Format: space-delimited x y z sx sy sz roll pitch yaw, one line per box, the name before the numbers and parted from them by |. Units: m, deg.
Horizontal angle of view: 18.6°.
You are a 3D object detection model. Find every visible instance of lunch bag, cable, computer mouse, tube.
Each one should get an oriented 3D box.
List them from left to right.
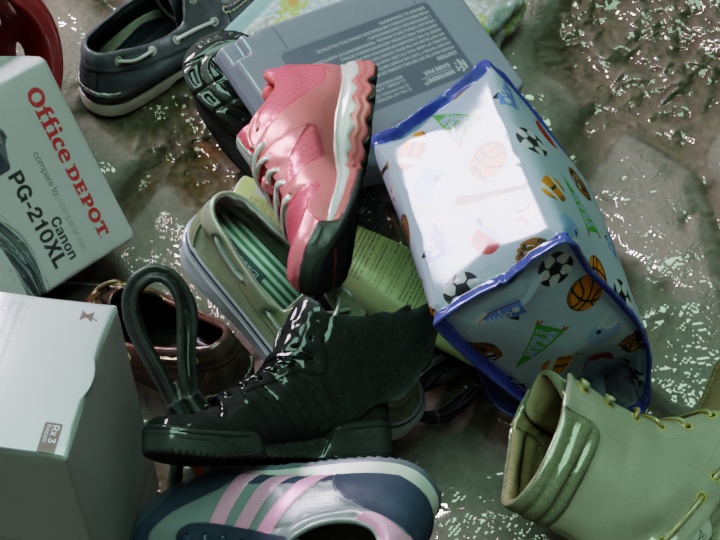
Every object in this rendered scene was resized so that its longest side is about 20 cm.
cable | -0.102 0.096 1.381 0.097 0.050 0.200 -33 85 6
computer mouse | -0.001 0.099 1.448 0.199 0.034 0.059 -20 64 -19
tube | 0.000 0.000 1.481 0.199 0.052 0.058 23 89 4
lunch bag | 0.108 -0.003 1.419 0.124 0.200 0.171 -31 50 17

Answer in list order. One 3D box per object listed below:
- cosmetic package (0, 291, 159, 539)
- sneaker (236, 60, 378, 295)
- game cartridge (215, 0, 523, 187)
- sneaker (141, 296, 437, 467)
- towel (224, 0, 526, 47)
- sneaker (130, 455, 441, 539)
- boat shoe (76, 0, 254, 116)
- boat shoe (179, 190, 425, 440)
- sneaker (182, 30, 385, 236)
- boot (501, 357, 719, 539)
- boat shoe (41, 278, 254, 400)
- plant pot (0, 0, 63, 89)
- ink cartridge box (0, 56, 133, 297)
cosmetic package | -0.183 0.117 1.337 0.081 0.200 0.113 6 51 11
sneaker | -0.040 -0.060 1.416 0.086 0.074 0.201 7 45 1
game cartridge | 0.012 -0.129 1.539 0.199 0.041 0.134 -23 67 -33
sneaker | -0.042 0.066 1.343 0.199 0.060 0.105 3 79 -29
towel | 0.001 -0.170 1.653 0.171 0.048 0.200 29 59 22
sneaker | -0.054 0.160 1.295 0.199 0.070 0.082 -13 27 22
boat shoe | -0.135 -0.196 1.675 0.073 0.063 0.200 35 62 29
boat shoe | -0.037 0.031 1.418 0.200 0.062 0.072 40 61 5
sneaker | -0.050 -0.080 1.566 0.076 0.091 0.200 -33 78 -13
boot | 0.176 0.099 1.355 0.154 0.072 0.201 34 57 -14
boat shoe | -0.150 0.038 1.465 0.199 0.071 0.070 16 53 34
plant pot | -0.342 -0.159 1.580 0.200 0.201 0.182 -36 54 -21
ink cartridge box | -0.275 -0.037 1.486 0.200 0.145 0.084 -34 19 -24
